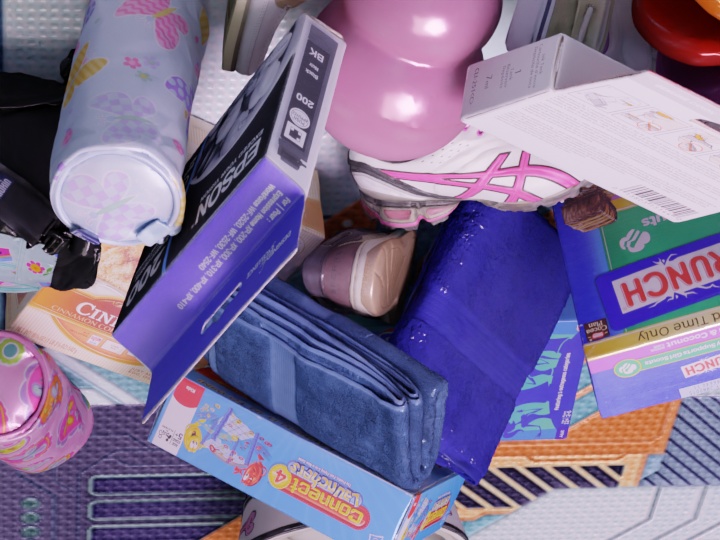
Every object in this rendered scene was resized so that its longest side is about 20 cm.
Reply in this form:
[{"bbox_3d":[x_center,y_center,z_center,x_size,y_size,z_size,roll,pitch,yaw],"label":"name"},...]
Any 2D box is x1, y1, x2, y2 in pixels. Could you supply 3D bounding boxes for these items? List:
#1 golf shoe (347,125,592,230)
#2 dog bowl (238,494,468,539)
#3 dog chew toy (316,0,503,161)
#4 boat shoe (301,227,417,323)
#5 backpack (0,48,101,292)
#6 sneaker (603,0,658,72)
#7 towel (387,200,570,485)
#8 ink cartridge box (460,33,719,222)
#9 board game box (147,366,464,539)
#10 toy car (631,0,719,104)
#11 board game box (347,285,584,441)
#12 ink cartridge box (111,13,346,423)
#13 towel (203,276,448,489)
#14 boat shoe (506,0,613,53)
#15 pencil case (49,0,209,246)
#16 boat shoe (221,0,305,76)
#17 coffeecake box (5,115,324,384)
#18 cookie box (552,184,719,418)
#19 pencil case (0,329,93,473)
[{"bbox_3d":[0.089,-0.088,1.604,0.198,0.073,0.092,-12,137,5],"label":"golf shoe"},{"bbox_3d":[-0.009,0.209,1.888,0.198,0.074,0.200,-4,154,-2],"label":"dog bowl"},{"bbox_3d":[0.036,-0.171,1.475,0.124,0.125,0.201,8,128,-18],"label":"dog chew toy"},{"bbox_3d":[0.000,0.000,1.645,0.064,0.073,0.200,12,-176,8],"label":"boat shoe"},{"bbox_3d":[-0.268,-0.062,1.520,0.198,0.168,0.127,8,142,-8],"label":"backpack"},{"bbox_3d":[0.184,-0.163,1.551,0.100,0.075,0.201,-43,126,-25],"label":"sneaker"},{"bbox_3d":[0.080,0.042,1.683,0.049,0.201,0.148,15,161,43],"label":"towel"},{"bbox_3d":[0.193,-0.093,1.429,0.199,0.045,0.176,22,160,-33],"label":"ink cartridge box"},{"bbox_3d":[-0.035,0.138,1.695,0.199,0.196,0.056,26,97,13],"label":"board game box"},{"bbox_3d":[0.256,-0.164,1.469,0.149,0.176,0.200,-22,137,16],"label":"toy car"},{"bbox_3d":[0.076,0.076,1.805,0.198,0.045,0.153,-1,138,-6],"label":"board game box"},{"bbox_3d":[-0.087,-0.033,1.427,0.043,0.201,0.198,29,131,-16],"label":"ink cartridge box"},{"bbox_3d":[-0.033,0.073,1.583,0.199,0.049,0.112,29,142,24],"label":"towel"},{"bbox_3d":[0.151,-0.218,1.434,0.062,0.072,0.201,22,120,8],"label":"boat shoe"},{"bbox_3d":[-0.144,-0.106,1.453,0.090,0.201,0.083,26,129,-22],"label":"pencil case"},{"bbox_3d":[-0.043,-0.202,1.454,0.068,0.075,0.201,10,135,-11],"label":"boat shoe"},{"bbox_3d":[-0.144,-0.014,1.648,0.153,0.073,0.200,22,130,-29],"label":"coffeecake box"},{"bbox_3d":[0.230,-0.012,1.615,0.170,0.201,0.075,-15,138,8],"label":"cookie box"},{"bbox_3d":[-0.256,0.101,1.696,0.087,0.088,0.200,-8,170,0],"label":"pencil case"}]
